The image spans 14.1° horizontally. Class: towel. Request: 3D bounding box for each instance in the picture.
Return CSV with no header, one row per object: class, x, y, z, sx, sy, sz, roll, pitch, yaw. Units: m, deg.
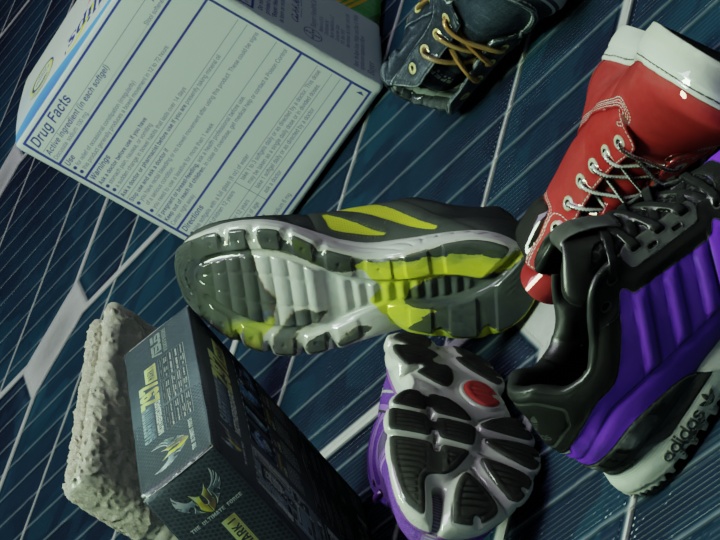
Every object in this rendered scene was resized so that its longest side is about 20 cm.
towel,-0.119,0.110,1.799,0.034,0.132,0.200,-48,19,26

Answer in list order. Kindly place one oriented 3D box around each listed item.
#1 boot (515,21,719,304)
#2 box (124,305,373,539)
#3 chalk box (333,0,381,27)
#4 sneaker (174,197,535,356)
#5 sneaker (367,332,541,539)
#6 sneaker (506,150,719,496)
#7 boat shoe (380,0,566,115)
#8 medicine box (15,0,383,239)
boot,0.132,-0.044,1.412,0.145,0.072,0.200,-61,8,0
box,-0.053,0.120,1.524,0.051,0.158,0.200,-38,21,6
chalk box,-0.062,-0.217,2.199,0.124,0.124,0.200,-51,20,30
sneaker,0.000,0.000,1.586,0.085,0.199,0.075,-67,-21,-68
sneaker,0.041,0.101,1.471,0.200,0.080,0.084,-90,16,-73
sneaker,0.133,-0.005,1.276,0.200,0.099,0.070,-60,18,6
boat shoe,0.068,-0.145,1.787,0.091,0.071,0.200,-64,9,-6
medicine box,-0.113,-0.131,2.067,0.182,0.200,0.103,-53,18,25
